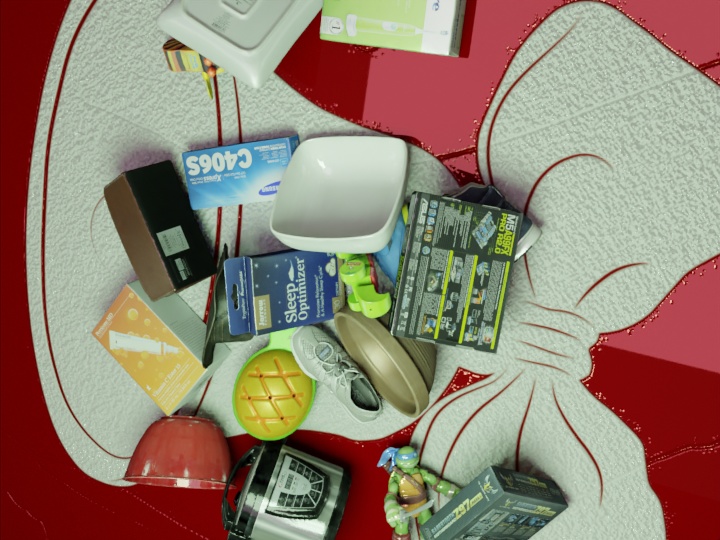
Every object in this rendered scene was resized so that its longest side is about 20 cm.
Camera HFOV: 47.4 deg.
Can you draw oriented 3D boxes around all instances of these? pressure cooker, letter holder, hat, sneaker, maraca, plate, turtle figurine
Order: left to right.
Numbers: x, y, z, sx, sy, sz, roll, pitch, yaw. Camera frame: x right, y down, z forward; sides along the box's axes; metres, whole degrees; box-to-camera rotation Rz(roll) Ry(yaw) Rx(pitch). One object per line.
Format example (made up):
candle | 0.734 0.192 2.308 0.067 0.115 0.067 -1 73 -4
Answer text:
letter holder | -0.348 -0.055 1.362 0.141 0.100 0.204 -22 93 41
hat | -0.202 0.062 1.333 0.079 0.201 0.206 9 106 -7
plate | -0.177 -0.399 1.227 0.197 0.032 0.202 33 74 8
maraca | -0.134 0.184 1.363 0.135 0.107 0.203 28 91 -3
pressure cooker | -0.129 0.384 1.348 0.196 0.176 0.183 21 95 0
sneaker | -0.029 0.161 1.318 0.200 0.075 0.082 47 154 -11
sneaker | 0.063 -0.002 1.247 0.077 0.066 0.205 -17 70 14
turtle figurine | 0.104 0.393 1.303 0.196 0.143 0.199 9 112 27
sneaker | 0.151 -0.036 1.224 0.146 0.077 0.203 42 101 -7

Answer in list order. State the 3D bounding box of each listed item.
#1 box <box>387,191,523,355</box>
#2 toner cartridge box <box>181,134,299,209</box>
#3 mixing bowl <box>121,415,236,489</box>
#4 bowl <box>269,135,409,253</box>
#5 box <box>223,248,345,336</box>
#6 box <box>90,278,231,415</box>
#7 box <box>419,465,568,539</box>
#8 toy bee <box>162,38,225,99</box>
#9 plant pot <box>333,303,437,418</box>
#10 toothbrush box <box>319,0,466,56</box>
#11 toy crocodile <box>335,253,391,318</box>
box | 0.132 0.003 1.154 0.156 0.044 0.205 10 94 -7
toner cartridge box | -0.190 -0.159 1.336 0.195 0.043 0.097 -5 102 19
mixing bowl | -0.306 0.314 1.418 0.195 0.200 0.111 -4 70 19
bowl | -0.023 -0.104 1.233 0.195 0.203 0.075 2 143 20
box | -0.114 0.029 1.285 0.032 0.196 0.124 16 113 57
box | -0.344 0.125 1.420 0.200 0.097 0.125 45 111 5
box | 0.206 0.374 1.247 0.158 0.198 0.052 -46 48 20
toy bee | -0.235 -0.339 1.267 0.197 0.109 0.132 -20 115 32
plant pot | 0.053 0.119 1.267 0.092 0.201 0.202 -38 88 -18
toothbrush box | 0.051 -0.396 1.181 0.195 0.086 0.149 11 105 16
toy crocodile | 0.000 0.000 1.234 0.060 0.201 0.069 -16 120 0
